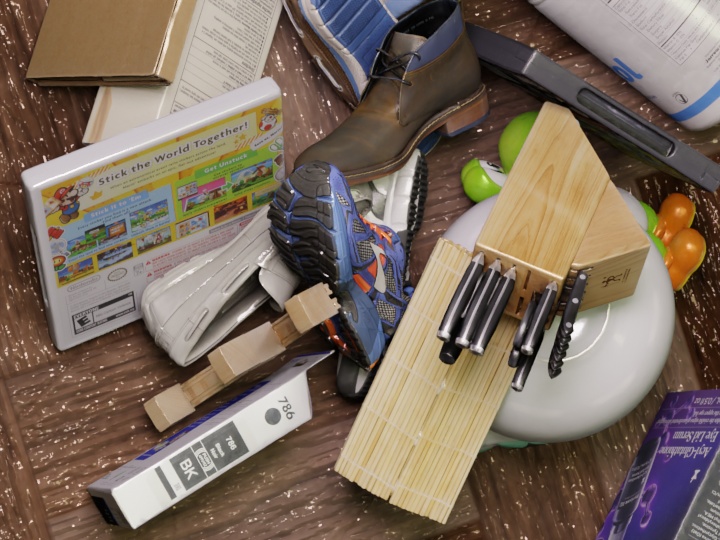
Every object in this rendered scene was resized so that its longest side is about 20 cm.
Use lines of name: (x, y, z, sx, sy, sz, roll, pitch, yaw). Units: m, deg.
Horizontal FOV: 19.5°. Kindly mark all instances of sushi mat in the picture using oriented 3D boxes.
sushi mat: (0.060, 0.083, 1.561, 0.095, 0.012, 0.201, 26, 101, 9)

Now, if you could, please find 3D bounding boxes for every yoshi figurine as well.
yoshi figurine: (0.183, -0.065, 1.690, 0.199, 0.112, 0.112, 19, 71, -13)

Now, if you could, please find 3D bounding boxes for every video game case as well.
video game case: (-0.147, -0.040, 1.554, 0.199, 0.182, 0.023, -23, 52, -18)
video game case: (0.174, -0.130, 1.635, 0.180, 0.200, 0.026, 30, 94, -17)

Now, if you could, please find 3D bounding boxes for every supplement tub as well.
supplement tub: (0.238, -0.220, 1.706, 0.200, 0.132, 0.132, 37, 75, -10)

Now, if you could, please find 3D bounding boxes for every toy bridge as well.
toy bridge: (-0.083, 0.061, 1.553, 0.067, 0.200, 0.027, -28, 85, -49)

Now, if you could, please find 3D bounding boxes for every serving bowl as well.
serving bowl: (0.143, 0.030, 1.588, 0.199, 0.066, 0.201, 0, 84, 0)

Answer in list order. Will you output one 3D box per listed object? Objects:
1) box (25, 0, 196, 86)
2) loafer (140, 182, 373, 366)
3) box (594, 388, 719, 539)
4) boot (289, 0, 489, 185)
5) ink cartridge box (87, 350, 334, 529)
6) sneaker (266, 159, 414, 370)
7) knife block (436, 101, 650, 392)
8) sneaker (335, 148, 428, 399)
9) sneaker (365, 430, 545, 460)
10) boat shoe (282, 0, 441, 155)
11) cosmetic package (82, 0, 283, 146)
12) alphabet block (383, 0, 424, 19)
box: (-0.169, -0.234, 1.566, 0.021, 0.163, 0.201, 25, 76, -42)
loafer: (-0.070, 0.000, 1.578, 0.200, 0.070, 0.070, -35, 65, -1)
box: (0.273, 0.203, 1.667, 0.104, 0.148, 0.201, 32, 76, -12)
boot: (0.015, -0.133, 1.576, 0.200, 0.075, 0.097, -31, 123, -39)
ink cartridge box: (-0.105, 0.127, 1.578, 0.200, 0.099, 0.039, -32, 95, -17)
sneaker: (-0.010, -0.016, 1.532, 0.075, 0.200, 0.078, 30, 65, 30)
knife block: (0.108, -0.014, 1.506, 0.175, 0.064, 0.200, -14, 56, -19)
sneaker: (0.000, 0.000, 1.650, 0.080, 0.074, 0.201, 9, 86, 12)
sneaker: (0.065, 0.083, 1.655, 0.199, 0.078, 0.141, -10, 86, -28)
boat shoe: (0.002, -0.171, 1.644, 0.072, 0.072, 0.200, -45, 129, -17)
cosmetic package: (-0.128, -0.168, 1.592, 0.105, 0.071, 0.201, 32, 72, -52)
alphabet block: (0.059, -0.329, 1.626, 0.200, 0.196, 0.196, -37, 98, -18)
